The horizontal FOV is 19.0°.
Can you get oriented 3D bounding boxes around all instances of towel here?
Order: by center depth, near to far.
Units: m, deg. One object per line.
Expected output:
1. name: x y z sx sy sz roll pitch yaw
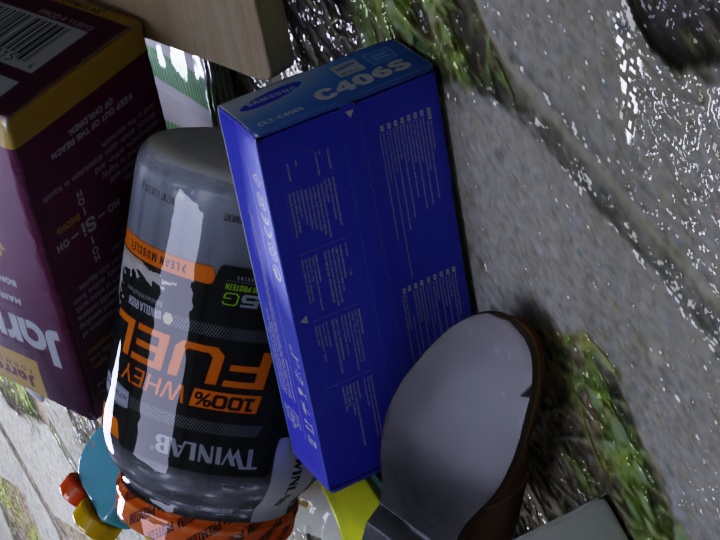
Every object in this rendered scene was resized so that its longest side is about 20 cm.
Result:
1. towel: -0.107 -0.101 1.299 0.152 0.023 0.201 33 142 59

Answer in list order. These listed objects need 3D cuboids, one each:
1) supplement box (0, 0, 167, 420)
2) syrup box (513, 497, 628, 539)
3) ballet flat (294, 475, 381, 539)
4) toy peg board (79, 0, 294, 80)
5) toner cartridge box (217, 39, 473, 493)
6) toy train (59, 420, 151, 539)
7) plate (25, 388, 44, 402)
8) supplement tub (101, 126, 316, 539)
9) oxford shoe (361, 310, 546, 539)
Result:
1. supplement box: -0.173 -0.042 1.143 0.131 0.103 0.201 20 138 34
2. syrup box: 0.115 0.214 0.977 0.201 0.078 0.082 61 160 17
3. ballet flat: -0.035 0.109 1.277 0.201 0.067 0.067 61 166 17
4. toy peg board: -0.093 -0.223 1.057 0.199 0.098 0.201 23 136 42
5. toner cartridge box: 0.000 0.000 1.021 0.043 0.095 0.201 39 146 51
6. toy train: -0.094 0.095 1.255 0.199 0.055 0.151 -10 60 48
7. plate: -0.227 -0.037 1.480 0.200 0.032 0.201 -116 31 -69
8. supplement tub: -0.067 0.035 1.105 0.122 0.122 0.201 34 119 57
9. oxford shoe: 0.054 0.091 1.036 0.071 0.071 0.201 43 135 27
